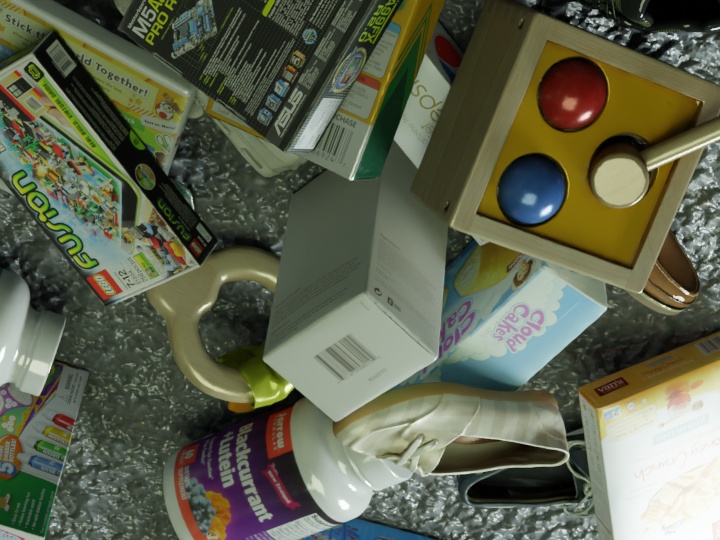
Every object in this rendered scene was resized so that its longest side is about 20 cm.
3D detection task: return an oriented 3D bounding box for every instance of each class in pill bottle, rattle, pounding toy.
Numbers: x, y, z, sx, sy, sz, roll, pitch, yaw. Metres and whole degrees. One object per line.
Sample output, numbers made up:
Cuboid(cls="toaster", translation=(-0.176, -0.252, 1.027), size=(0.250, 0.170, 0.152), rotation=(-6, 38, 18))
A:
Cuboid(cls="pill bottle", translation=(-0.345, 0.038, 1.574), size=(0.199, 0.111, 0.111), rotation=(20, 127, -9))
Cuboid(cls="pill bottle", translation=(-0.059, 0.172, 1.651), size=(0.199, 0.112, 0.112), rotation=(-23, 123, 21))
Cuboid(cls="rattle", translation=(-0.127, 0.022, 1.593), size=(0.200, 0.143, 0.130), rotation=(38, 91, -5))
Cuboid(cls="pounding toy", translation=(0.174, -0.091, 1.351), size=(0.199, 0.142, 0.185), rotation=(19, 100, -19))

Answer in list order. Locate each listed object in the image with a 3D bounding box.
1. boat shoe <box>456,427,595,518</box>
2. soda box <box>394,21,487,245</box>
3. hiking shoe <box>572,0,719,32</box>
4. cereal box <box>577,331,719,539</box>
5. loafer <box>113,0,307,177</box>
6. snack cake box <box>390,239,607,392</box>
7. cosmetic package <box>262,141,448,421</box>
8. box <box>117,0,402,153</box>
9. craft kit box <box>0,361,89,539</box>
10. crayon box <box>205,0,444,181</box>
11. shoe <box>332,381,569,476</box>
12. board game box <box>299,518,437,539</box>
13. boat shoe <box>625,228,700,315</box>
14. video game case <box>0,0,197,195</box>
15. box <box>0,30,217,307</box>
Cuboid(cls="boat shoe", translation=(0.181, 0.170, 1.657), size=(0.199, 0.062, 0.075), rotation=(-1, 121, 5))
Cuboid(cls="soda box", translation=(0.061, -0.116, 1.439), size=(0.064, 0.068, 0.200), rotation=(-27, 121, 23))
Cuboid(cls="hiking shoe", translation=(0.172, -0.210, 1.325), size=(0.199, 0.101, 0.076), rotation=(11, 107, -8))
Cuboid(cls="cereal box", translation=(0.261, 0.160, 1.612), size=(0.143, 0.040, 0.201), rotation=(-21, 123, -13))
Cuboid(cls="loafer", translation=(-0.113, -0.142, 1.436), size=(0.070, 0.070, 0.200), rotation=(-35, 116, 25))
Cuboid(cls="snack cake box", translation=(0.104, 0.036, 1.526), size=(0.067, 0.115, 0.200), rotation=(32, 124, -19))
Cuboid(cls="cosmetic package", translation=(0.000, 0.000, 1.453), size=(0.107, 0.200, 0.085), rotation=(-33, 118, 30))
Cuboid(cls="box", translation=(-0.052, -0.204, 1.309), size=(0.160, 0.044, 0.200), rotation=(36, 106, 19))
Cuboid(cls="craft kit box", translation=(-0.338, 0.133, 1.593), size=(0.197, 0.200, 0.049), rotation=(16, 129, -8))
Cuboid(cls="crayon box", translation=(-0.014, -0.178, 1.346), size=(0.125, 0.052, 0.201), rotation=(26, 104, 21))
Cuboid(cls="shoe", translation=(0.073, 0.123, 1.467), size=(0.199, 0.054, 0.070), rotation=(1, 145, -29))
Cuboid(cls="board game box", translation=(-0.022, 0.316, 1.797), size=(0.195, 0.056, 0.200), rotation=(15, 128, -7))
Cuboid(cls="boat shoe", translation=(0.208, -0.045, 1.478), size=(0.068, 0.072, 0.200), rotation=(-31, 119, 28))
Cuboid(cls="video game case", translation=(-0.232, -0.120, 1.453), size=(0.200, 0.023, 0.182), rotation=(29, 133, 4))
Cuboid(cls="box", translation=(-0.207, -0.072, 1.439), size=(0.110, 0.035, 0.200), rotation=(-23, 113, 38))
